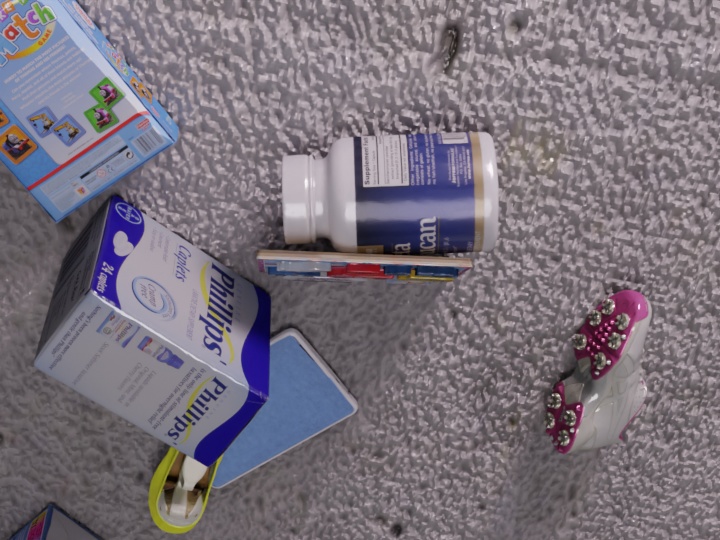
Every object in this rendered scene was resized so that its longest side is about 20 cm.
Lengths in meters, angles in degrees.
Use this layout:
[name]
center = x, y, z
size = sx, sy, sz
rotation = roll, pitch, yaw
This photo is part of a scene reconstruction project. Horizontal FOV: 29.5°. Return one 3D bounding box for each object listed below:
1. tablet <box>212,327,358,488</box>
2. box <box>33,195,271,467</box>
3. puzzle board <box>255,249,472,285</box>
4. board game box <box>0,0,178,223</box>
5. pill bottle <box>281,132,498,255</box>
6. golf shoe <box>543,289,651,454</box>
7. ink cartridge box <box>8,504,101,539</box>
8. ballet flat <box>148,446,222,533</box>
[tablet]
center = -0.116, 0.151, 1.469
size = 0.198, 0.014, 0.131
rotation = -30, 118, 17
[box]
center = -0.191, 0.055, 1.309
size = 0.199, 0.185, 0.105
rotation = 34, 114, -21
[puzzle board]
center = 0.000, 0.000, 1.311
size = 0.197, 0.151, 0.018
rotation = 3, 84, -3
[board game box]
center = -0.287, -0.161, 1.260
size = 0.150, 0.037, 0.201
rotation = -30, 118, 16
[pill bottle]
center = 0.026, -0.070, 1.279
size = 0.197, 0.112, 0.112
rotation = -2, 122, 1
[golf shoe]
center = 0.264, 0.106, 1.426
size = 0.090, 0.076, 0.202
rotation = 7, 125, -23
[ink cartridge box]
center = -0.373, 0.379, 1.568
size = 0.199, 0.077, 0.136
rotation = -40, 114, 19
[ballet flat]
center = -0.186, 0.224, 1.467
size = 0.066, 0.067, 0.202
rotation = 16, 121, -12
